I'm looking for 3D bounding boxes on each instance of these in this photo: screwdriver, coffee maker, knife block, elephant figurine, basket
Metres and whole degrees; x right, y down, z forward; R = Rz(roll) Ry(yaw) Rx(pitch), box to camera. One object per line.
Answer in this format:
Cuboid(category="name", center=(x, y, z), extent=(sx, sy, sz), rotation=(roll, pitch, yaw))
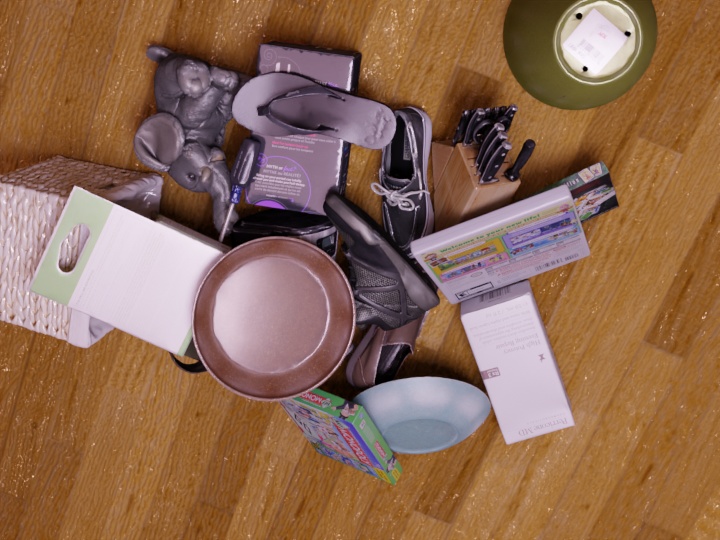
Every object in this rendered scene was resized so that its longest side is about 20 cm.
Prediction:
Cuboid(category="screwdriver", center=(-0.159, -0.067, 1.113), extent=(0.029, 0.028, 0.201), rotation=(17, 100, 10))
Cuboid(category="coffee maker", center=(-0.113, 0.024, 1.204), extent=(0.192, 0.135, 0.201), rotation=(-3, 106, 9))
Cuboid(category="knife block", center=(0.152, -0.104, 1.105), extent=(0.064, 0.176, 0.201), rotation=(-9, 108, -18))
Cuboid(category="elephant figurine", center=(-0.218, -0.168, 1.156), extent=(0.141, 0.155, 0.200), rotation=(12, 104, -23))
Cuboid(category="basket", center=(-0.378, -0.032, 1.192), extent=(0.160, 0.198, 0.201), rotation=(13, 109, 8))

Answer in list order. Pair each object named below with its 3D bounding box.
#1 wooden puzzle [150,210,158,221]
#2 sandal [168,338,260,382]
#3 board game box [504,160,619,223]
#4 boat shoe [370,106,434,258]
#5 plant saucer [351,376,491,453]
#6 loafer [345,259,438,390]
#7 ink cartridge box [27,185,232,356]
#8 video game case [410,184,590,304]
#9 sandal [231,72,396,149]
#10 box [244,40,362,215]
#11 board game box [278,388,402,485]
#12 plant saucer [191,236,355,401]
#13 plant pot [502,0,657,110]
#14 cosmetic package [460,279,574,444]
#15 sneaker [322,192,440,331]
Cuboid(category="wooden puzzle", center=(-0.218, 0.035, 1.213), extent=(0.200, 0.037, 0.185), rotation=(32, 128, 32))
Cuboid(category="sandal", center=(-0.211, 0.101, 1.165), extent=(0.201, 0.057, 0.080), rotation=(26, 125, 36))
Cuboid(category="board game box", center=(0.227, -0.067, 1.151), extent=(0.200, 0.105, 0.024), rotation=(-25, 65, 12))
Cuboid(category="boat shoe", center=(0.055, -0.109, 1.166), extent=(0.073, 0.068, 0.200), rotation=(14, 109, 26))
Cuboid(category="plant saucer", center=(0.079, 0.209, 1.224), extent=(0.200, 0.039, 0.201), rotation=(-1, 144, -1))
Cuboid(category="loafer", center=(0.057, 0.082, 1.209), extent=(0.073, 0.071, 0.200), rotation=(21, 98, -37))
Cuboid(category="ink cartridge box", center=(-0.274, -0.001, 1.086), extent=(0.200, 0.048, 0.146), rotation=(26, 101, -12))
Cuboid(category="video game case", center=(0.182, -0.028, 1.142), extent=(0.200, 0.182, 0.022), rotation=(-20, 62, 13))
Cuboid(category="sandal", center=(-0.056, -0.190, 1.068), extent=(0.200, 0.043, 0.076), rotation=(8, 107, 2))
Cuboid(category="box", center=(-0.072, -0.183, 1.150), extent=(0.122, 0.106, 0.201), rotation=(9, 107, 3))
Cuboid(category="board game box", center=(-0.030, 0.217, 1.218), extent=(0.134, 0.029, 0.200), rotation=(17, 153, 30))
Cuboid(category="plant saucer", center=(-0.106, 0.057, 1.094), extent=(0.200, 0.037, 0.201), rotation=(-2, 98, -16))
Cuboid(category="plant pot", center=(0.260, -0.266, 1.032), extent=(0.187, 0.200, 0.188), rotation=(2, 107, 7))
Cuboid(category="cosmetic package", center=(0.213, 0.125, 1.223), extent=(0.101, 0.074, 0.200), rotation=(-19, 102, 13))
Cuboid(category="sneaker", center=(0.000, 0.000, 1.126), extent=(0.114, 0.076, 0.199), rotation=(-38, 114, 8))
